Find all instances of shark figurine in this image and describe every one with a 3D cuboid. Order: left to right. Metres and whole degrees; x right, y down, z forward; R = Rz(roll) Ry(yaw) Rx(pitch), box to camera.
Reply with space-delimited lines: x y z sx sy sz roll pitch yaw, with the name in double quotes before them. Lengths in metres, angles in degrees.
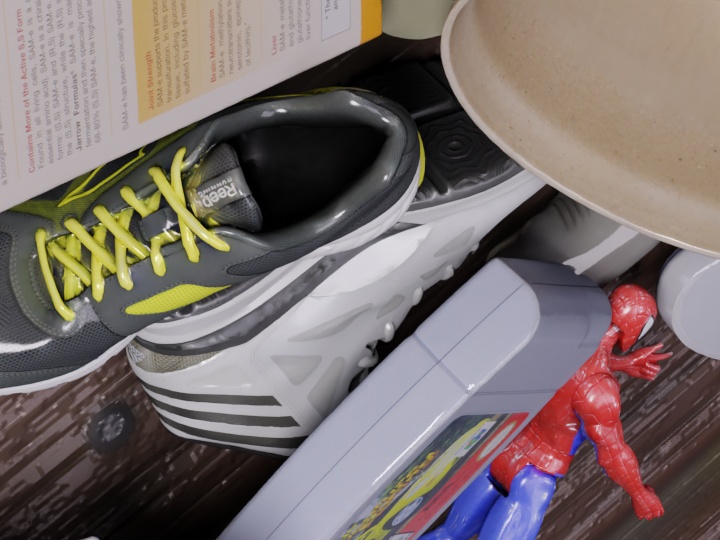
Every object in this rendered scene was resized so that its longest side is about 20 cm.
"shark figurine" 0.132 -0.062 1.193 0.128 0.089 0.215 5 113 -43

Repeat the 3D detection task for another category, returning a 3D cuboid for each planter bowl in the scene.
"planter bowl" 0.144 -0.104 1.037 0.200 0.200 0.135 46 58 -45

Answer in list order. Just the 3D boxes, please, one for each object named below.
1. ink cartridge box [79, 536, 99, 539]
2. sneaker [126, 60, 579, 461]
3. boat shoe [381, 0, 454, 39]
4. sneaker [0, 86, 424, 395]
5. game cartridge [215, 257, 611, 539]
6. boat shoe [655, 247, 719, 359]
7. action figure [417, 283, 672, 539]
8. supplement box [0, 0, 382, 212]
"ink cartridge box" -0.080 0.165 1.093 0.198 0.200 0.043 44 40 -45
"sneaker" 0.000 0.000 1.140 0.200 0.076 0.115 -27 138 -15
"boat shoe" 0.013 -0.183 1.041 0.063 0.074 0.202 -48 135 -45
"sneaker" -0.070 -0.020 1.020 0.200 0.085 0.075 -25 85 -9
"game cartridge" 0.008 0.077 1.140 0.200 0.041 0.133 -47 162 13
"boat shoe" 0.200 -0.016 1.288 0.200 0.066 0.072 -15 134 -29
"action figure" 0.082 0.094 1.240 0.099 0.065 0.200 14 113 -39
"supplement box" -0.089 -0.109 0.974 0.200 0.073 0.126 -27 129 -36
